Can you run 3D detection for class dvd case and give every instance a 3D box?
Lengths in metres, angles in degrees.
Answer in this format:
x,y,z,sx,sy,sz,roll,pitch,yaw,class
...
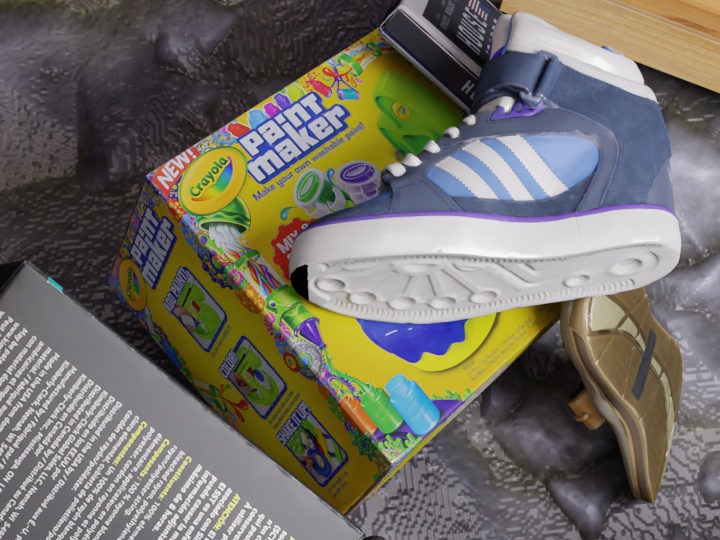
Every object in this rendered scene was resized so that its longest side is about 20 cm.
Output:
x,y,z,sx,sy,sz,roll,pitch,yaw,class
0.100,-0.102,0.781,0.199,0.151,0.025,41,114,-10,dvd case

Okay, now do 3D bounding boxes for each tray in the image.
x,y,z,sx,sy,sz,roll,pitch,yaw,class
0.194,-0.169,0.854,0.198,0.037,0.099,22,41,1,tray

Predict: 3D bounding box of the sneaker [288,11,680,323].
x,y,z,sx,sy,sz,roll,pitch,yaw,class
0.057,-0.059,0.665,0.197,0.081,0.148,-5,63,-5,sneaker

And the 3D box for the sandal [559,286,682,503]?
x,y,z,sx,sy,sz,roll,pitch,yaw,class
0.142,0.061,0.751,0.053,0.200,0.081,8,60,33,sandal

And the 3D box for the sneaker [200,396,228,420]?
x,y,z,sx,sy,sz,roll,pitch,yaw,class
-0.095,0.169,0.761,0.115,0.078,0.201,39,77,-10,sneaker

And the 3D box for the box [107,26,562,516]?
x,y,z,sx,sy,sz,roll,pitch,yaw,class
0.000,0.000,0.744,0.193,0.122,0.199,47,57,8,box

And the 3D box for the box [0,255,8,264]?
x,y,z,sx,sy,sz,roll,pitch,yaw,class
-0.291,0.050,0.736,0.148,0.124,0.200,40,77,6,box

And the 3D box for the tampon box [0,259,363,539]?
x,y,z,sx,sy,sz,roll,pitch,yaw,class
-0.128,0.107,0.631,0.200,0.150,0.127,41,76,-14,tampon box

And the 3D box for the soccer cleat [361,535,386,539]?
x,y,z,sx,sy,sz,roll,pitch,yaw,class
0.022,0.254,0.747,0.072,0.068,0.203,8,70,-27,soccer cleat
